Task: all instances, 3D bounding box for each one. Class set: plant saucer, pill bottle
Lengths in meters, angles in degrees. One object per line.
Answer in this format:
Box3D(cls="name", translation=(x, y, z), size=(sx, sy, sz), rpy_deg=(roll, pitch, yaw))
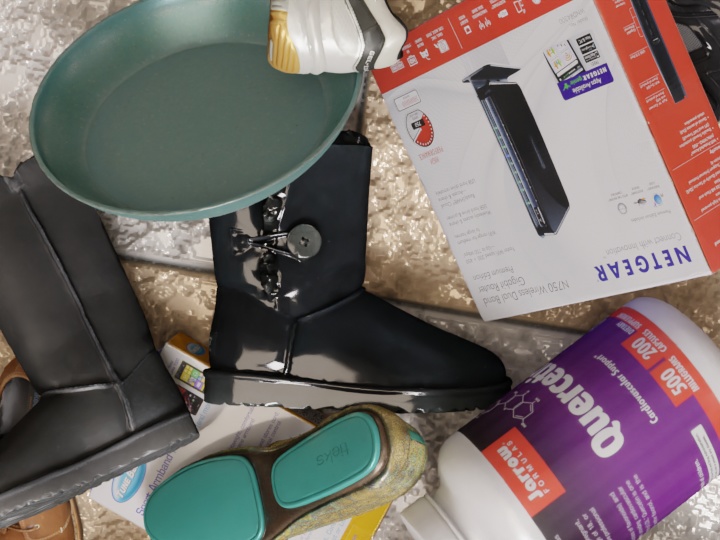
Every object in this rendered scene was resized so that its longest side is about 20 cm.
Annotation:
Box3D(cls="plant saucer", translation=(-0.094, -0.094, 0.825), size=(0.198, 0.201, 0.036), rpy_deg=(-5, 138, 7))
Box3D(cls="pill bottle", translation=(0.124, 0.113, 0.820), size=(0.199, 0.112, 0.113), rpy_deg=(-36, 93, -8))

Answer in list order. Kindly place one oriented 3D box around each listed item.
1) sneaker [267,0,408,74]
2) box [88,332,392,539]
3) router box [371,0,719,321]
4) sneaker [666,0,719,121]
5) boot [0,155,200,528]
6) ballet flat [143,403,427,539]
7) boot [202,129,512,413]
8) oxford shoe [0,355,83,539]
Box3D(cls="sneaker", translation=(-0.006, -0.203, 0.817), size=(0.087, 0.076, 0.202), rpy_deg=(3, 74, -5))
Box3D(cls="box", translation=(-0.082, 0.130, 0.909), size=(0.199, 0.041, 0.120), rpy_deg=(30, 101, 4))
Box3D(cls="router box", translation=(0.106, -0.073, 0.784), size=(0.049, 0.199, 0.181), rpy_deg=(-28, 95, -31))
Box3D(cls="sneaker", translation=(0.135, -0.134, 0.811), size=(0.198, 0.075, 0.115), rpy_deg=(23, 81, -1))
Box3D(cls="boot", translation=(-0.207, 0.040, 0.844), size=(0.164, 0.066, 0.201), rpy_deg=(-21, 80, -30))
Box3D(cls="ballet flat", translation=(-0.043, 0.134, 0.848), size=(0.199, 0.071, 0.071), rpy_deg=(-25, 95, 31))
Box3D(cls="boot", translation=(0.000, 0.000, 0.858), size=(0.198, 0.076, 0.170), rpy_deg=(3, 90, -6))
Box3D(cls="oxford shoe", translation=(-0.222, 0.151, 0.913), size=(0.071, 0.071, 0.202), rpy_deg=(3, 100, 5))
